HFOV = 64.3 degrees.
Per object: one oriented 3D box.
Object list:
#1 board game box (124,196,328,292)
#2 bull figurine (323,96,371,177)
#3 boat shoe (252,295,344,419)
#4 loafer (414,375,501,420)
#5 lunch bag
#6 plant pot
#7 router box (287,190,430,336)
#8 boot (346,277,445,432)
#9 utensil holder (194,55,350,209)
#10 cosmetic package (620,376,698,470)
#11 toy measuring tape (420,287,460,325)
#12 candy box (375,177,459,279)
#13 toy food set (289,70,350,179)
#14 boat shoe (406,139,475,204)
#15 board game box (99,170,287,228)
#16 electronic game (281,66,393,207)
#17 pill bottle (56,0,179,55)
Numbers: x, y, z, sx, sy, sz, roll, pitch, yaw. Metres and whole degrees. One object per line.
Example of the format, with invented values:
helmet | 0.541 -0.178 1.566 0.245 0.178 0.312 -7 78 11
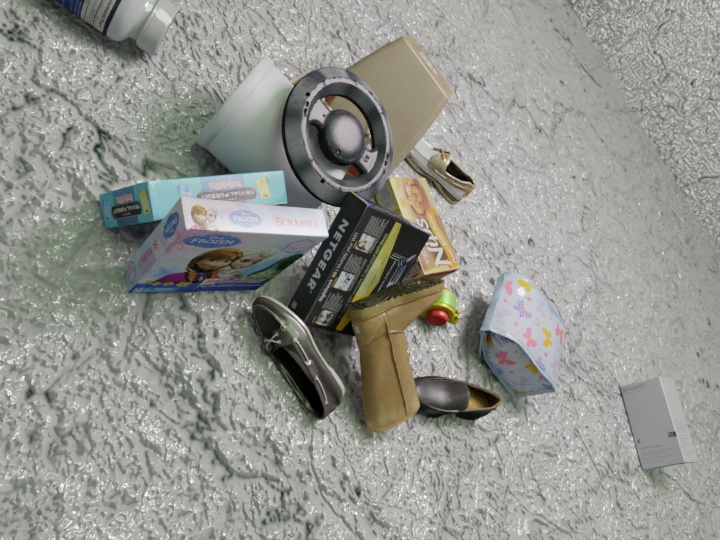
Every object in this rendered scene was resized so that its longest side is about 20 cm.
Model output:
board game box | -0.175 -0.025 0.742 0.197 0.198 0.042 -1 69 -41
bull figurine | -0.026 -0.231 0.983 0.199 0.121 0.066 39 52 -11
boat shoe | -0.095 0.127 0.829 0.201 0.066 0.057 53 40 -11
loafer | 0.164 0.218 1.009 0.197 0.072 0.074 13 61 -36
lunch bag | 0.316 0.125 1.159 0.201 0.126 0.171 49 46 -24
plant pot | 0.067 -0.328 1.092 0.201 0.176 0.200 51 24 -9
router box | 0.000 0.000 0.880 0.156 0.203 0.052 19 16 -46
boot | 0.066 0.127 0.896 0.172 0.066 0.205 -17 108 -16
utensil holder | -0.128 -0.199 0.899 0.199 0.169 0.172 41 47 -20
cosmetic package | 0.730 0.373 1.408 0.080 0.112 0.204 10 60 -37
toy measuring tape | 0.118 0.049 1.058 0.198 0.073 0.075 30 51 -27
candy box | 0.111 -0.081 1.129 0.114 0.055 0.204 -8 75 -44
toy food set | -0.074 -0.258 1.053 0.201 0.060 0.144 50 45 -9
boat shoe | 0.171 -0.236 1.255 0.199 0.068 0.076 39 47 -20
board game box | -0.221 -0.096 0.770 0.198 0.149 0.048 -15 100 -44
electronic game | -0.029 -0.195 0.843 0.197 0.041 0.206 1 88 -38
pill bottle | -0.371 -0.410 0.830 0.198 0.110 0.113 32 50 -25
